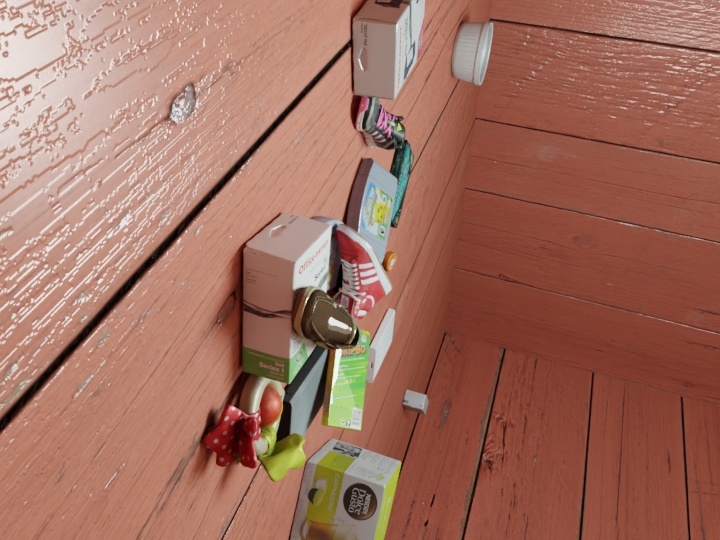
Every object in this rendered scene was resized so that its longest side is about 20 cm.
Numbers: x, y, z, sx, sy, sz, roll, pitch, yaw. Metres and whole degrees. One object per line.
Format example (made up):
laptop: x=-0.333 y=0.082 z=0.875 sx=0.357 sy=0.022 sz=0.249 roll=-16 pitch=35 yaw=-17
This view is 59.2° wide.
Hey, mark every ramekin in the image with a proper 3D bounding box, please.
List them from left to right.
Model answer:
ramekin: x=0.374 y=-0.736 z=2.134 sx=0.200 sy=0.103 sz=0.205 roll=14 pitch=90 yaw=-76

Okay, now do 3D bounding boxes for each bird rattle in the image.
bird rattle: x=-0.162 y=0.228 z=0.960 sx=0.201 sy=0.110 sz=0.166 roll=58 pitch=34 yaw=-54

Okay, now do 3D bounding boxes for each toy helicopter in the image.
toy helicopter: x=0.000 y=0.000 z=1.421 sx=0.199 sy=0.078 sz=0.135 roll=18 pitch=94 yaw=-66

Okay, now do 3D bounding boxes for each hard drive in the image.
hard drive: x=-0.111 y=0.254 z=1.240 sx=0.200 sy=0.032 sz=0.142 roll=-54 pitch=153 yaw=-59
hard drive: x=0.062 y=0.227 z=1.928 sx=0.201 sy=0.026 sz=0.134 roll=-59 pitch=158 yaw=-54

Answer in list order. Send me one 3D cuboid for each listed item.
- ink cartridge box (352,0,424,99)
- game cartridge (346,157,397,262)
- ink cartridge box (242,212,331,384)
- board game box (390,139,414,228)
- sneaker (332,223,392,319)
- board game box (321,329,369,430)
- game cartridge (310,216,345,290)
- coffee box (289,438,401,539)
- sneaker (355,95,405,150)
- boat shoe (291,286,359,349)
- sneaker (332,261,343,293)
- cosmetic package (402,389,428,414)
ink cartridge box: x=0.055 y=-0.431 z=1.167 sx=0.147 sy=0.083 sz=0.202 roll=88 pitch=20 yaw=-45
game cartridge: x=0.022 y=-0.124 z=1.337 sx=0.132 sy=0.040 sz=0.205 roll=22 pitch=75 yaw=-54
ink cartridge box: x=-0.109 y=0.038 z=0.940 sx=0.146 sy=0.083 sz=0.204 roll=-54 pitch=154 yaw=-58
board game box: x=0.098 y=-0.223 z=1.650 sx=0.135 sy=0.028 sz=0.205 roll=32 pitch=72 yaw=-75
sneaker: x=-0.018 y=0.013 z=1.173 sx=0.113 sy=0.071 sz=0.201 roll=-46 pitch=135 yaw=-14
board game box: x=-0.028 y=0.218 z=1.296 sx=0.095 sy=0.030 sz=0.205 roll=21 pitch=71 yaw=-41
game cartridge: x=-0.072 y=-0.028 z=1.137 sx=0.200 sy=0.041 sz=0.136 roll=-19 pitch=125 yaw=-74
coffee box: x=-0.029 y=0.547 z=1.501 sx=0.200 sy=0.194 sz=0.204 roll=3 pitch=100 yaw=-76
sneaker: x=0.046 y=-0.291 z=1.255 sx=0.200 sy=0.086 sz=0.075 roll=43 pitch=61 yaw=-74
boat shoe: x=-0.040 y=0.074 z=0.918 sx=0.202 sy=0.073 sz=0.076 roll=51 pitch=54 yaw=-73
sneaker: x=-0.031 y=0.031 z=1.300 sx=0.081 sy=0.071 sz=0.202 roll=-20 pitch=147 yaw=-29
cosmetic package: x=0.256 y=0.607 z=2.917 sx=0.200 sy=0.099 sz=0.076 roll=69 pitch=36 yaw=-69
